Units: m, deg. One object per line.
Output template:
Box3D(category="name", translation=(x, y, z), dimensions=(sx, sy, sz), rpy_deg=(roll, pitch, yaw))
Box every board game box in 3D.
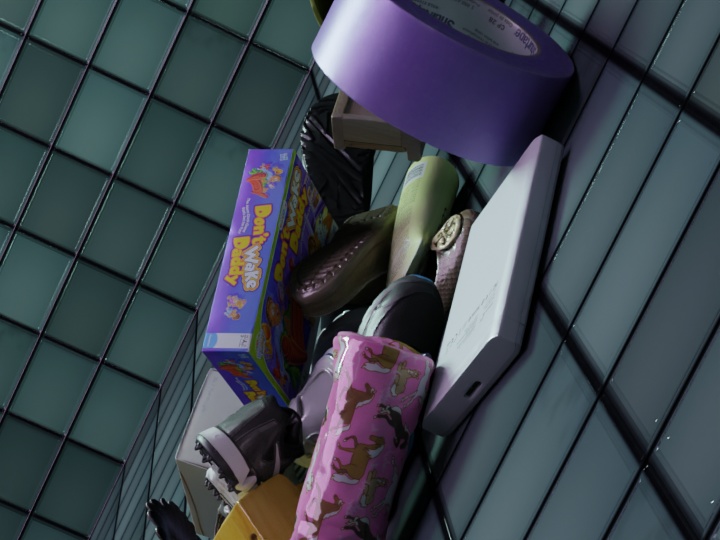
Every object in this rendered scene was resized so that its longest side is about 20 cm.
Box3D(category="board game box", translation=(-0.076, 0.014, 1.721), dimensions=(0.135, 0.044, 0.201), rpy_deg=(59, -144, -55))

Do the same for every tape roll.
Box3D(category="tape roll", translation=(0.067, -0.172, 1.577), dimensions=(0.085, 0.199, 0.200), rpy_deg=(-62, 10, 22))

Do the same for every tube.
Box3D(category="tube", translation=(0.052, -0.037, 1.729), dimensions=(0.200, 0.052, 0.058), rpy_deg=(-70, -36, -62))

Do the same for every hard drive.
Box3D(category="hard drive", translation=(0.100, 0.011, 1.462), dimensions=(0.132, 0.027, 0.201), rpy_deg=(124, 166, -49))

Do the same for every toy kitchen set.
Box3D(category="toy kitchen set", translation=(0.079, -0.139, 1.794), dimensions=(0.181, 0.162, 0.201), rpy_deg=(84, -163, -46))

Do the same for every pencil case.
Box3D(category="pencil case", translation=(-0.005, 0.149, 1.454), dimensions=(0.082, 0.086, 0.201), rpy_deg=(8, 79, 35))

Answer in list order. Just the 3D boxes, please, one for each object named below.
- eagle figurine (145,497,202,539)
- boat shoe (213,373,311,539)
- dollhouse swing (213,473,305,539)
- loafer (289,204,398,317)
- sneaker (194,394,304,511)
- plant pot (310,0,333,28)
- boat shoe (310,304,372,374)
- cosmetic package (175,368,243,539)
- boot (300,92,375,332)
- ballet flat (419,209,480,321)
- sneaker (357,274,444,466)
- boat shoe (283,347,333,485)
Box3D(category="eagle figurine", translation=(-0.099, 0.268, 1.385), dimensions=(0.151, 0.199, 0.152), rpy_deg=(-59, 13, 23))
Box3D(category="boat shoe", translation=(-0.089, 0.182, 1.771), dimensions=(0.067, 0.057, 0.201), rpy_deg=(25, 85, 37))
Box3D(category="dollhouse swing", translation=(-0.052, 0.282, 1.606), dimensions=(0.182, 0.175, 0.201), rpy_deg=(51, 125, 32))
Box3D(category="loafer", translation=(0.000, 0.000, 1.736), dimensions=(0.076, 0.068, 0.200), rpy_deg=(-18, 14, 28))
Box3D(category="sneaker", translation=(-0.082, 0.157, 1.620), dimensions=(0.090, 0.066, 0.200), rpy_deg=(-39, -18, -13))
Box3D(category="plant pot", translation=(0.043, -0.284, 2.107), dimensions=(0.193, 0.199, 0.201), rpy_deg=(96, -163, -81))
Box3D(category="boat shoe", translation=(-0.012, 0.069, 1.800), dimensions=(0.200, 0.073, 0.066), rpy_deg=(131, 157, -57))
Box3D(category="cosmetic package", translation=(-0.123, 0.189, 1.923), dimensions=(0.200, 0.073, 0.104), rpy_deg=(86, -158, -61))
Box3D(category="boot", translation=(-0.020, -0.052, 1.940), dimensions=(0.169, 0.076, 0.201), rpy_deg=(89, -178, -51))
Box3D(category="ballet flat", translation=(0.045, 0.035, 1.645), dimensions=(0.067, 0.046, 0.201), rpy_deg=(-96, 31, -72))
Box3D(category="sneaker", translation=(0.029, 0.103, 1.549), dimensions=(0.082, 0.073, 0.201), rpy_deg=(11, 82, 64))
Box3D(category="boat shoe", translation=(-0.036, 0.142, 1.664), dimensions=(0.066, 0.074, 0.201), rpy_deg=(-24, -33, -27))
